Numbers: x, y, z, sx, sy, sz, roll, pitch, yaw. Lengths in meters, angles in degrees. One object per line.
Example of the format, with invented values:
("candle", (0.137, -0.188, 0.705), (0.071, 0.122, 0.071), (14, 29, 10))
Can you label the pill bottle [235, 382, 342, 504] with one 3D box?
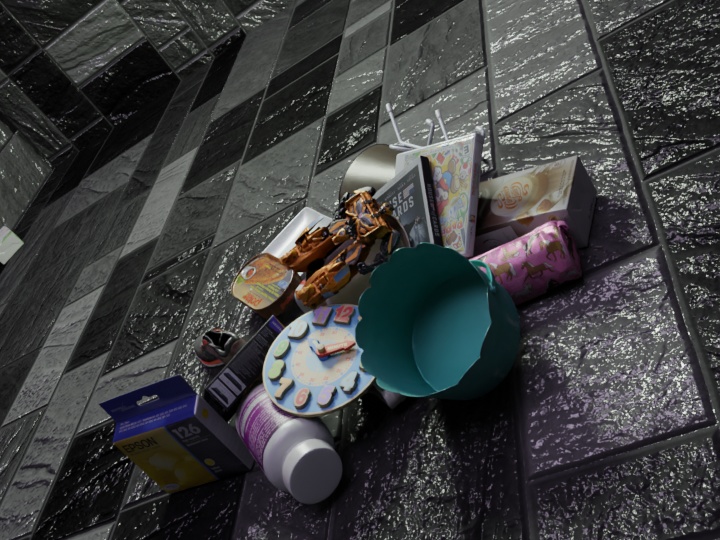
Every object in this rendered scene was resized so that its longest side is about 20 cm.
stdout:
("pill bottle", (-0.103, 0.251, 1.123), (0.112, 0.113, 0.199), (-45, 30, -8))

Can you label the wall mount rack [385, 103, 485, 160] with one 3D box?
("wall mount rack", (0.132, -0.251, 1.409), (0.173, 0.195, 0.077), (34, 118, 57))

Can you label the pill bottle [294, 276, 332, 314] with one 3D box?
("pill bottle", (-0.018, 0.003, 1.336), (0.201, 0.113, 0.111), (-51, 32, -16))

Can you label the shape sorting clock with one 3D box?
("shape sorting clock", (-0.054, 0.126, 1.133), (0.195, 0.040, 0.203), (-13, 39, 11))

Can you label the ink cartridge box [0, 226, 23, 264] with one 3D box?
("ink cartridge box", (-1.435, -0.105, 3.103), (0.118, 0.068, 0.198), (-50, 33, -14))

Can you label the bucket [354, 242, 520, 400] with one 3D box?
("bucket", (0.107, 0.074, 1.020), (0.203, 0.134, 0.213), (-10, 72, 33))

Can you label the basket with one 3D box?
("basket", (0.080, -0.144, 1.398), (0.198, 0.137, 0.182), (15, 60, 50))

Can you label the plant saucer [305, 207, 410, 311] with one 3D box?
("plant saucer", (0.000, 0.000, 1.221), (0.196, 0.032, 0.206), (-11, 69, 30))

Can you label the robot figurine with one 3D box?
("robot figurine", (-0.029, -0.040, 1.199), (0.199, 0.058, 0.147), (-40, 60, 16))

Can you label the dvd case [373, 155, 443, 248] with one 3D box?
("dvd case", (0.071, -0.059, 1.233), (0.150, 0.024, 0.205), (-35, 53, 46))

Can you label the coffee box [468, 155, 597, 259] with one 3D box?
("coffee box", (0.249, -0.085, 1.178), (0.196, 0.080, 0.116), (-13, 41, 39))

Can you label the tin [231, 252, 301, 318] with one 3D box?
("tin", (-0.185, 0.030, 1.507), (0.112, 0.042, 0.199), (-47, 33, -13))

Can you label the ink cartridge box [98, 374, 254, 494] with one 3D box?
("ink cartridge box", (-0.299, 0.268, 1.234), (0.194, 0.201, 0.048), (-21, 34, 29))

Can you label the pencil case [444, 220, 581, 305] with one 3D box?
("pencil case", (0.217, 0.001, 1.098), (0.196, 0.086, 0.085), (-24, 50, 26))

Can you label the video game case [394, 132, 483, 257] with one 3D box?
("video game case", (0.114, -0.109, 1.222), (0.198, 0.022, 0.188), (-4, 78, 55))

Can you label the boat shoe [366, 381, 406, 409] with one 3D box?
("boat shoe", (0.005, 0.154, 1.171), (0.070, 0.071, 0.198), (-46, 37, -15))

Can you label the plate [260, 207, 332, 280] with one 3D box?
("plate", (-0.131, -0.033, 1.586), (0.200, 0.032, 0.198), (-48, 32, -10))

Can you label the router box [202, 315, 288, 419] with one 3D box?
("router box", (-0.190, 0.172, 1.267), (0.158, 0.052, 0.200), (-48, -3, -23))

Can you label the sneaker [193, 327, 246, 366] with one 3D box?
("sneaker", (-0.275, 0.136, 1.487), (0.197, 0.082, 0.078), (3, 51, 49))
